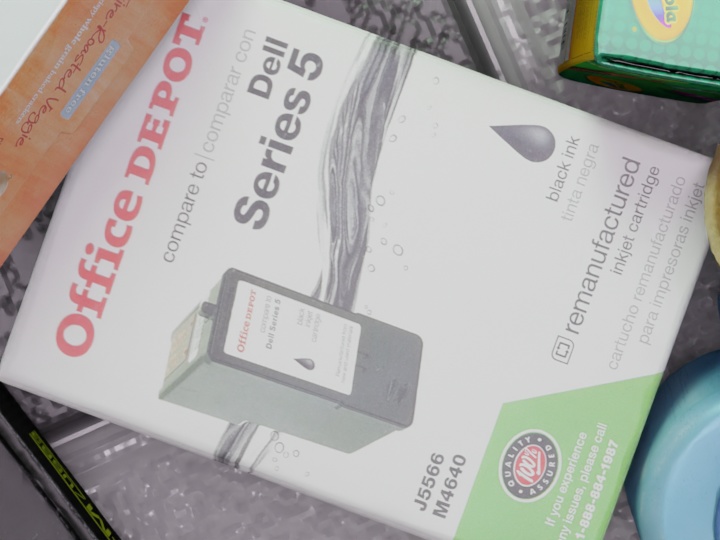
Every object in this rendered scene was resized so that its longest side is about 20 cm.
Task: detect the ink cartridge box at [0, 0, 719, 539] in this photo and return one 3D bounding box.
[{"bbox_3d":[0.000,0.000,0.820,0.199,0.084,0.146,20,92,-1],"label":"ink cartridge box"}]

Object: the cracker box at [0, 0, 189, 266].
[{"bbox_3d":[-0.152,-0.110,0.786,0.200,0.058,0.134,36,91,27],"label":"cracker box"}]

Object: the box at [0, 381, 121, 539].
[{"bbox_3d":[-0.150,0.163,0.845,0.200,0.048,0.193,-36,90,1],"label":"box"}]

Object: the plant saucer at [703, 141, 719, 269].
[{"bbox_3d":[0.201,-0.027,0.738,0.200,0.200,0.036,-24,125,0],"label":"plant saucer"}]

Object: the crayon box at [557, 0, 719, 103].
[{"bbox_3d":[0.109,-0.157,0.799,0.058,0.119,0.201,9,92,-1],"label":"crayon box"}]

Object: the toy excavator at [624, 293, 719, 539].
[{"bbox_3d":[0.115,0.101,0.823,0.199,0.100,0.195,-16,98,5],"label":"toy excavator"}]
